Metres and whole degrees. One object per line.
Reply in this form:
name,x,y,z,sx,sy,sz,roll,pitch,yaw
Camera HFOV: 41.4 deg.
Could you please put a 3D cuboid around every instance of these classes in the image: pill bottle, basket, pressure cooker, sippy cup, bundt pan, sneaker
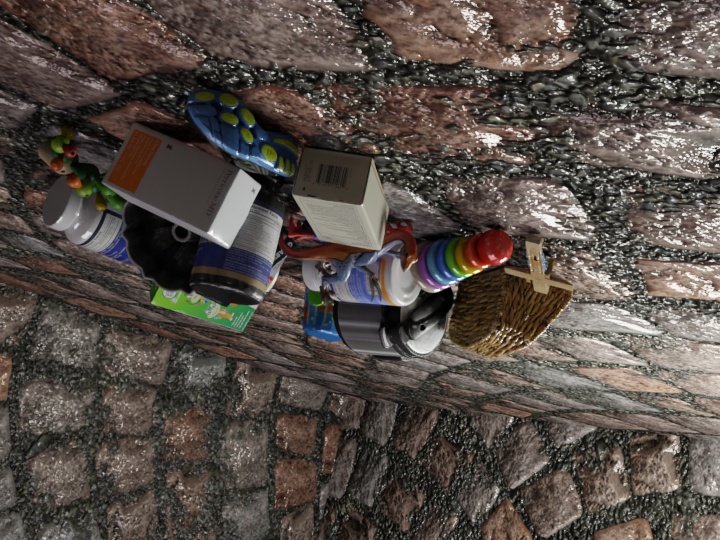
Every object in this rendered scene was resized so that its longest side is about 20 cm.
pill bottle,-0.461,-0.090,1.716,0.115,0.117,0.199,-1,160,45
basket,0.264,0.091,1.701,0.147,0.145,0.200,18,166,-18
pressure cooker,0.069,0.074,1.748,0.198,0.178,0.178,0,160,39
pill bottle,-0.171,-0.059,1.375,0.110,0.203,0.112,12,166,3
sippy cup,-0.061,0.074,1.969,0.177,0.132,0.139,22,165,-35
pill bottle,0.000,0.000,1.649,0.198,0.114,0.112,3,164,37
bundt pan,-0.270,-0.069,1.498,0.199,0.205,0.076,12,-163,6
sneaker,-0.159,-0.165,1.213,0.082,0.072,0.199,-3,163,30

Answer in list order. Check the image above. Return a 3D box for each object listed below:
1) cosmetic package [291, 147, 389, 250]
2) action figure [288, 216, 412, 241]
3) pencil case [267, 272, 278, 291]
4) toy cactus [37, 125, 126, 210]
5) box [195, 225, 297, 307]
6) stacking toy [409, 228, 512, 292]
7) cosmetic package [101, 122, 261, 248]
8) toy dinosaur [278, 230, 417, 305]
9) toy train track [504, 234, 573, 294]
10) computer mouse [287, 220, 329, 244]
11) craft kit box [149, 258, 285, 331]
cosmetic package,-0.024,-0.098,1.355,0.102,0.074,0.200,10,167,10
action figure,-0.014,-0.068,1.524,0.197,0.052,0.065,4,171,14
pencil case,-0.252,-0.024,1.838,0.198,0.092,0.083,19,153,-29
toy cactus,-0.434,-0.167,1.479,0.164,0.103,0.200,28,177,26
box,-0.208,-0.016,1.618,0.046,0.159,0.200,54,163,-19
stacking toy,0.166,-0.022,1.498,0.085,0.086,0.199,20,159,-30
cosmetic package,-0.249,-0.119,1.322,0.198,0.102,0.071,24,173,25
toy dinosaur,-0.003,-0.018,1.466,0.199,0.106,0.181,29,133,-24
toy train track,0.282,-0.016,1.502,0.113,0.033,0.200,16,163,20
computer mouse,-0.100,-0.060,1.669,0.058,0.034,0.199,22,164,-37
craft kit box,-0.264,0.002,1.776,0.196,0.201,0.049,20,-155,-25
